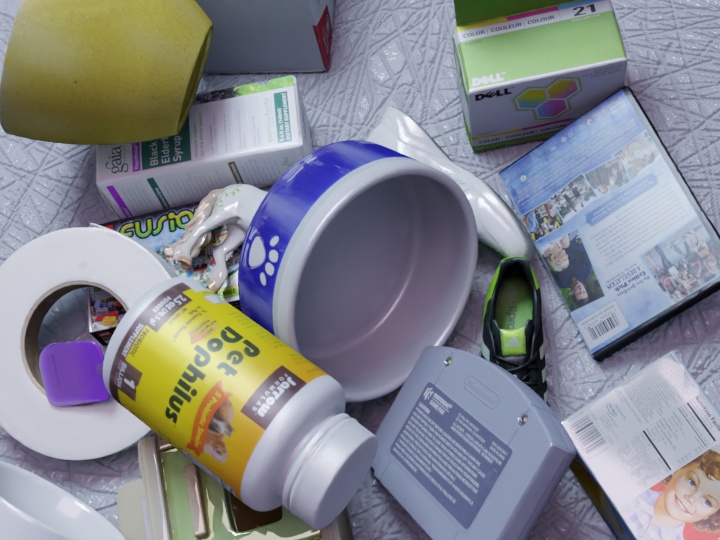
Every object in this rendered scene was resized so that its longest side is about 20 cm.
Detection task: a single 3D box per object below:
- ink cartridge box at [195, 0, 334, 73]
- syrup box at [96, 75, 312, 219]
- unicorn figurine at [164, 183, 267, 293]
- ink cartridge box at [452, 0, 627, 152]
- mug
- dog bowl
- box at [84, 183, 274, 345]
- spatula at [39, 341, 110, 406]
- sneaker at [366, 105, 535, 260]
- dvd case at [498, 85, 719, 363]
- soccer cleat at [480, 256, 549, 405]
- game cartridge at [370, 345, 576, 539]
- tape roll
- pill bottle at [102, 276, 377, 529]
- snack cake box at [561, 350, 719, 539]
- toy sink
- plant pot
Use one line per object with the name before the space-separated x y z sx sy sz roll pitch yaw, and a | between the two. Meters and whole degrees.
ink cartridge box | -0.101 -0.322 1.090 0.142 0.146 0.204 1 66 10
syrup box | -0.146 -0.112 1.041 0.196 0.082 0.080 -10 62 4
unicorn figurine | -0.072 -0.035 0.958 0.197 0.074 0.138 22 59 20
ink cartridge box | 0.156 -0.199 0.963 0.145 0.201 0.077 -11 65 4
mug | -0.268 0.275 0.860 0.198 0.148 0.177 28 84 17
dog bowl | 0.000 0.000 0.898 0.201 0.201 0.078 -48 44 -13
box | -0.156 -0.006 1.023 0.196 0.035 0.112 -13 65 4
spatula | -0.177 0.075 0.935 0.196 0.021 0.058 -11 106 -1
sneaker | 0.075 -0.062 0.999 0.200 0.070 0.081 43 94 25
dvd case | 0.220 -0.043 0.958 0.142 0.017 0.202 -33 63 19
soccer cleat | 0.125 0.087 0.911 0.066 0.081 0.204 -2 67 8
game cartridge | 0.082 0.137 0.845 0.135 0.040 0.200 -63 29 5
tape roll | -0.243 0.063 0.971 0.198 0.037 0.207 0 85 4
pill bottle | -0.086 0.099 0.807 0.198 0.110 0.110 33 75 20
snack cake box | 0.254 0.181 0.857 0.114 0.067 0.202 -29 66 -6
toy sink | -0.113 0.198 0.885 0.196 0.112 0.132 -15 64 3
plant pot | -0.209 -0.190 0.957 0.140 0.200 0.203 20 70 -6
